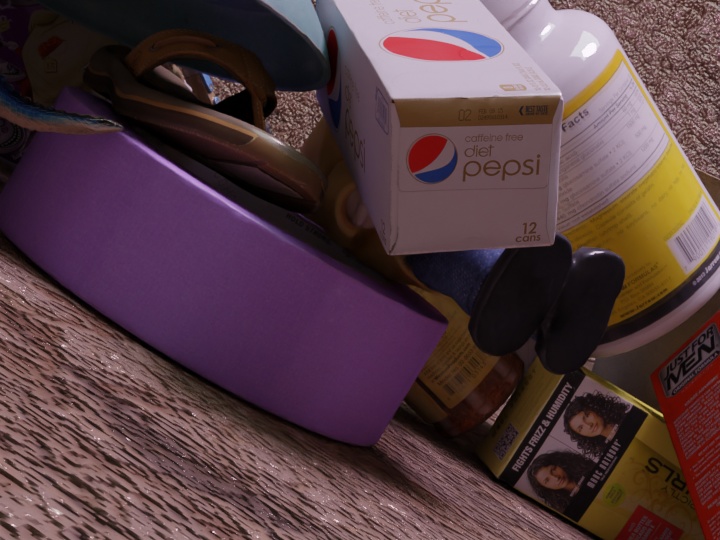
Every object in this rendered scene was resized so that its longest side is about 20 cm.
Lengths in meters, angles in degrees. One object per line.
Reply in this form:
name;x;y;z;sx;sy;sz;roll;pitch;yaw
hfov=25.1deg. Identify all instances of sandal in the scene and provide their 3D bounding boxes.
sandal;-0.070;-0.079;0.720;0.080;0.054;0.200;29;5;-30

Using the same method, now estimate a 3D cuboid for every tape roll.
tape roll;-0.061;-0.003;0.721;0.199;0.066;0.200;32;5;-3

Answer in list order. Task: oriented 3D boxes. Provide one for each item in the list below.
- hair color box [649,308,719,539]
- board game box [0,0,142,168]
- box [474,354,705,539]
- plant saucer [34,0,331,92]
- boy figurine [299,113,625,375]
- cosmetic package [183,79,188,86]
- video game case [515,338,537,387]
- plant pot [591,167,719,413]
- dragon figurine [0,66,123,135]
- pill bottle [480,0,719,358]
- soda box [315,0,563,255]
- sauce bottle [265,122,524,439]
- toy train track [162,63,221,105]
hair color box;0.217;0.119;0.784;0.101;0.061;0.201;28;32;-25
board game box;-0.151;-0.137;0.806;0.120;0.200;0.032;31;33;-27
box;0.165;0.121;0.873;0.199;0.076;0.050;32;6;-16
plant saucer;-0.099;-0.137;0.704;0.199;0.036;0.200;21;-8;3
boy figurine;0.035;-0.020;0.734;0.124;0.065;0.200;18;14;-35
cosmetic package;-0.175;-0.108;1.002;0.107;0.085;0.200;34;3;24
video game case;0.108;0.001;0.980;0.017;0.201;0.143;-4;-27;11
plant pot;0.215;0.069;0.973;0.187;0.201;0.187;31;4;-3
dragon figurine;-0.176;-0.108;0.677;0.199;0.100;0.059;10;-8;39
pill bottle;0.102;-0.062;0.842;0.201;0.112;0.112;55;-3;-16
soda box;0.026;-0.075;0.685;0.068;0.064;0.200;-3;25;-9
sauce bottle;0.000;0.000;0.853;0.200;0.066;0.066;47;1;-10
toy train track;-0.083;-0.062;0.878;0.201;0.114;0.033;67;28;-22
